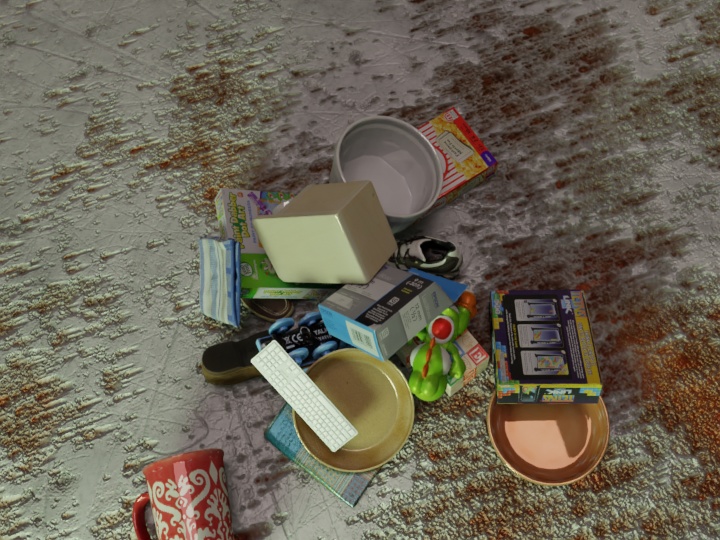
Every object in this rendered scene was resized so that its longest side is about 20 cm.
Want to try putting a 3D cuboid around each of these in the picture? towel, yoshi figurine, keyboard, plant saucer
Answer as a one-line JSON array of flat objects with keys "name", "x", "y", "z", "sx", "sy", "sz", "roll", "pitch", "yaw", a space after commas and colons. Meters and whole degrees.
[{"name": "towel", "x": -0.245, "y": 0.014, "z": 1.323, "sx": 0.023, "sy": 0.199, "sz": 0.150, "roll": -2, "pitch": 95, "yaw": -26}, {"name": "yoshi figurine", "x": 0.122, "y": 0.127, "z": 1.249, "sx": 0.111, "sy": 0.112, "sz": 0.202, "roll": -14, "pitch": 41, "yaw": 43}, {"name": "keyboard", "x": -0.088, "y": 0.198, "z": 1.210, "sx": 0.056, "sy": 0.011, "sz": 0.200, "roll": -38, "pitch": 98, "yaw": 23}, {"name": "plant saucer", "x": 0.305, "y": 0.251, "z": 1.259, "sx": 0.196, "sy": 0.038, "sz": 0.204, "roll": -2, "pitch": 65, "yaw": 4}, {"name": "towel", "x": -0.048, "y": 0.278, "z": 1.292, "sx": 0.199, "sy": 0.022, "sz": 0.147, "roll": 34, "pitch": 74, "yaw": 16}, {"name": "plant saucer", "x": -0.011, "y": 0.223, "z": 1.247, "sx": 0.196, "sy": 0.035, "sz": 0.205, "roll": 0, "pitch": 96, "yaw": 0}]

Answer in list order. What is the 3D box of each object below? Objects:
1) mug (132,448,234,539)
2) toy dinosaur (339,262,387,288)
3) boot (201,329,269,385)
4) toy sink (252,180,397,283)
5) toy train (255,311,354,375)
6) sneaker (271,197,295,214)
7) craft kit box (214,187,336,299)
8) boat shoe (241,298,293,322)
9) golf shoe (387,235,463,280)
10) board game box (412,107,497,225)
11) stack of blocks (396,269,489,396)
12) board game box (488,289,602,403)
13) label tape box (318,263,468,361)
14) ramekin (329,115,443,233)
[{"name": "mug", "x": -0.270, "y": 0.407, "z": 1.219, "sx": 0.132, "sy": 0.177, "sz": 0.203, "roll": -1, "pitch": 64, "yaw": -35}, {"name": "toy dinosaur", "x": 0.000, "y": 0.000, "z": 1.365, "sx": 0.100, "sy": 0.058, "sz": 0.202, "roll": -26, "pitch": 54, "yaw": 9}, {"name": "boot", "x": -0.179, "y": 0.156, "z": 1.339, "sx": 0.196, "sy": 0.076, "sz": 0.075, "roll": -6, "pitch": 57, "yaw": -18}, {"name": "toy sink", "x": -0.058, "y": -0.064, "z": 1.270, "sx": 0.197, "sy": 0.132, "sz": 0.112, "roll": -1, "pitch": 35, "yaw": 41}, {"name": "toy train", "x": -0.080, "y": 0.125, "z": 1.282, "sx": 0.197, "sy": 0.115, "sz": 0.088, "roll": -14, "pitch": 61, "yaw": -30}, {"name": "sneaker", "x": -0.063, "y": -0.084, "z": 1.393, "sx": 0.197, "sy": 0.078, "sz": 0.101, "roll": -13, "pitch": 81, "yaw": -31}, {"name": "craft kit box", "x": -0.153, "y": -0.048, "z": 1.383, "sx": 0.194, "sy": 0.049, "sz": 0.203, "roll": 0, "pitch": 62, "yaw": -27}, {"name": "boat shoe", "x": -0.202, "y": 0.014, "z": 1.395, "sx": 0.072, "sy": 0.072, "sz": 0.200, "roll": -41, "pitch": 68, "yaw": -13}, {"name": "golf shoe", "x": 0.085, "y": -0.033, "z": 1.377, "sx": 0.196, "sy": 0.095, "sz": 0.079, "roll": -1, "pitch": 67, "yaw": 7}, {"name": "board game box", "x": 0.139, "y": -0.201, "z": 1.471, "sx": 0.198, "sy": 0.046, "sz": 0.152, "roll": -32, "pitch": 67, "yaw": -8}, {"name": "stack of blocks", "x": 0.115, "y": 0.115, "z": 1.326, "sx": 0.114, "sy": 0.059, "sz": 0.201, "roll": -35, "pitch": 68, "yaw": -10}, {"name": "board game box", "x": 0.300, "y": 0.123, "z": 1.274, "sx": 0.162, "sy": 0.057, "sz": 0.202, "roll": 0, "pitch": 46, "yaw": 5}, {"name": "label tape box", "x": 0.053, "y": 0.042, "z": 1.213, "sx": 0.199, "sy": 0.067, "sz": 0.142, "roll": -38, "pitch": 34, "yaw": -26}, {"name": "ramekin", "x": 0.037, "y": -0.159, "z": 1.352, "sx": 0.196, "sy": 0.105, "sz": 0.204, "roll": 8, "pitch": 64, "yaw": -16}]
